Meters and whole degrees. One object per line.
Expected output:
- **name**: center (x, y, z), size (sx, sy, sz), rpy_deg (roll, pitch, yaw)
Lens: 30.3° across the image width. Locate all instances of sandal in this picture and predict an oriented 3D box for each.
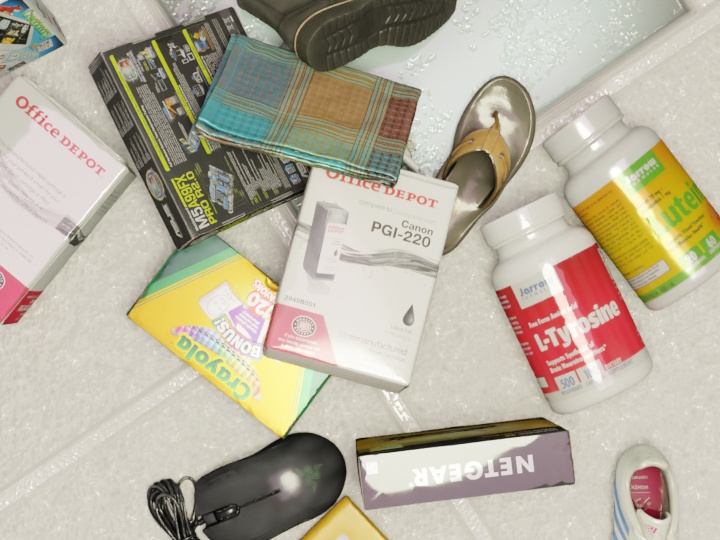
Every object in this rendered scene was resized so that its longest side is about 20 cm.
- **sandal**: center (0.112, -0.103, 1.341), size (0.081, 0.055, 0.201), rpy_deg (36, 88, 0)

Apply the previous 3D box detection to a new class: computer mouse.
- **computer mouse**: center (-0.104, 0.235, 1.328), size (0.199, 0.053, 0.139), rpy_deg (-29, 88, -2)

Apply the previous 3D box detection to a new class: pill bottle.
- **pill bottle**: center (0.198, 0.030, 1.311), size (0.111, 0.112, 0.201), rpy_deg (-26, 89, -2)
- **pill bottle**: center (0.272, -0.071, 1.315), size (0.111, 0.111, 0.201), rpy_deg (-37, 89, -2)

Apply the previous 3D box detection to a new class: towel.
- **towel**: center (-0.048, -0.155, 1.265), size (0.198, 0.022, 0.147), rpy_deg (15, 48, 1)

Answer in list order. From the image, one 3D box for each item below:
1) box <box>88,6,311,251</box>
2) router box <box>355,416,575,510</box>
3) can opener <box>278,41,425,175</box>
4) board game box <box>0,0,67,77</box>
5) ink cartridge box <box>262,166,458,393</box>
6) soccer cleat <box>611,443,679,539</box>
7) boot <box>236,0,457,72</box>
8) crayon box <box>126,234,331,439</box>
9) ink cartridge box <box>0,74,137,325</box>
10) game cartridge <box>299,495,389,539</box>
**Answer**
- **box**: center (-0.152, -0.142, 1.307), size (0.159, 0.044, 0.201), rpy_deg (-27, 89, -31)
- **router box**: center (0.095, 0.183, 1.282), size (0.198, 0.157, 0.053), rpy_deg (-7, 89, -2)
- **can opener**: center (-0.013, -0.151, 1.340), size (0.066, 0.053, 0.200), rpy_deg (-44, 89, -3)
- **board game box**: center (-0.361, -0.225, 1.262), size (0.125, 0.200, 0.035), rpy_deg (-27, 87, -2)
- **ink cartridge box**: center (0.000, 0.000, 1.272), size (0.144, 0.085, 0.202), rpy_deg (15, 79, -2)
- **soccer cleat**: center (0.283, 0.275, 1.318), size (0.069, 0.086, 0.202), rpy_deg (-3, 89, -1)
- **boot**: center (-0.012, -0.280, 1.338), size (0.199, 0.078, 0.138), rpy_deg (-21, 44, -33)
- **crayon box**: center (-0.119, 0.060, 1.329), size (0.199, 0.058, 0.119), rpy_deg (38, 87, 0)
- **ink cartridge box**: center (-0.339, -0.069, 1.316), size (0.145, 0.083, 0.200), rpy_deg (40, 88, 0)
- **game cartridge**: center (-0.025, 0.360, 1.337), size (0.200, 0.032, 0.176), rpy_deg (-44, 90, -3)
